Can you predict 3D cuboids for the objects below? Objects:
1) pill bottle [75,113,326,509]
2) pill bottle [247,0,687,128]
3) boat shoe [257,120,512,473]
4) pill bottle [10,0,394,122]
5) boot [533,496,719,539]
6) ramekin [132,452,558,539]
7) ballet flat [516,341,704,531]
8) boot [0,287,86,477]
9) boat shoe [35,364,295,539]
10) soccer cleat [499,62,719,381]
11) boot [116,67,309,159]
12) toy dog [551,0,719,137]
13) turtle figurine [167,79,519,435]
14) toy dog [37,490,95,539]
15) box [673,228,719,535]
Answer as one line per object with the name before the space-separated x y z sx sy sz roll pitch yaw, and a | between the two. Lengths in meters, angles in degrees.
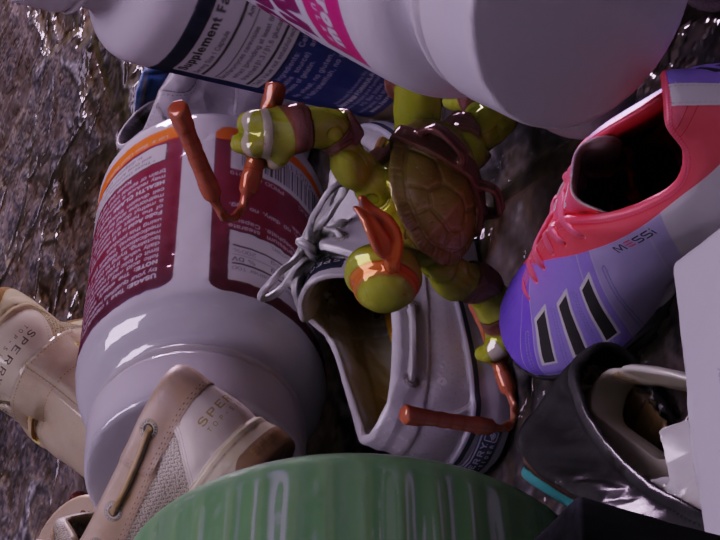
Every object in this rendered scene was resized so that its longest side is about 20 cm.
pill bottle | -0.071 0.028 1.089 0.201 0.113 0.115 -91 24 -53
pill bottle | 0.016 -0.127 0.828 0.200 0.113 0.114 34 111 47
boat shoe | -0.002 0.004 1.026 0.075 0.086 0.203 -58 32 37
pill bottle | -0.056 -0.139 1.064 0.111 0.199 0.112 -37 47 55
boot | 0.103 0.141 0.611 0.166 0.199 0.066 -64 29 29
ramekin | -0.001 0.151 0.845 0.200 0.199 0.098 -52 29 45
ballet flat | 0.108 0.073 0.793 0.069 0.068 0.200 -65 27 9
boot | -0.108 0.084 1.215 0.155 0.200 0.073 33 87 22
boat shoe | -0.103 0.126 0.995 0.201 0.065 0.072 -56 -10 26
soccer cleat | 0.091 -0.019 0.852 0.200 0.073 0.069 -41 45 54
boot | -0.083 -0.051 1.209 0.074 0.095 0.201 42 118 62
toy dog | 0.069 -0.162 0.914 0.132 0.096 0.201 -51 37 46
turtle figurine | 0.018 -0.044 0.934 0.064 0.200 0.162 -26 34 40
toy dog | -0.152 0.176 1.093 0.096 0.199 0.132 39 160 49
box | 0.181 0.018 0.619 0.200 0.097 0.125 -43 43 51
